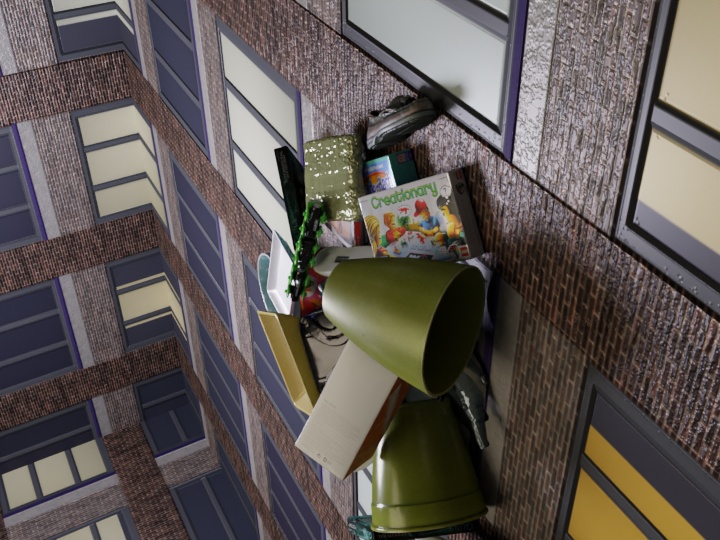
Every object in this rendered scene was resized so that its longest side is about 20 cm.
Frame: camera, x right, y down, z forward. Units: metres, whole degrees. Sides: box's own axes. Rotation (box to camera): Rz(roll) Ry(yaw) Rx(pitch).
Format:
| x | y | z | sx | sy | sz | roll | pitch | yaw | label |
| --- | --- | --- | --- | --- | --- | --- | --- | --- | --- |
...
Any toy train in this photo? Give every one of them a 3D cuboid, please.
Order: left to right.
| x | y | z | sx | sy | sz | roll | pitch | yaw | label |
| --- | --- | --- | --- | --- | --- | --- | --- | --- | --- |
| -0.096 | -0.036 | 1.502 | 0.057 | 0.041 | 0.202 | -96 | 19 | -57 | toy train |

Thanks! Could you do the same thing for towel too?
| x | y | z | sx | sy | sz | roll | pitch | yaw | label |
| --- | --- | --- | --- | --- | --- | --- | --- | --- | --- |
| -0.046 | -0.155 | 1.465 | 0.199 | 0.036 | 0.151 | 1 | 96 | 62 | towel |

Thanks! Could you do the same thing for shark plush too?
| x | y | z | sx | sy | sz | roll | pitch | yaw | label |
| --- | --- | --- | --- | --- | --- | --- | --- | --- | --- |
| 0.146 | 0.177 | 1.335 | 0.091 | 0.082 | 0.203 | -20 | 88 | 68 | shark plush |

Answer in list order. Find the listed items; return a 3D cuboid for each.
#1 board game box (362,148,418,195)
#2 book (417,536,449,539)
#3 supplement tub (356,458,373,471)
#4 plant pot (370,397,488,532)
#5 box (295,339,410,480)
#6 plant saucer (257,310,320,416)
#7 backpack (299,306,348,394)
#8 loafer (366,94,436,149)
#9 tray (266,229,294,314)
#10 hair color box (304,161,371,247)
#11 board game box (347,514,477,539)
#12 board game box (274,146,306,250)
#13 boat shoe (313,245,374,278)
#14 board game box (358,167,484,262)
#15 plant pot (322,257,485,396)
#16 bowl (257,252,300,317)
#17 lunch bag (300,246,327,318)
| x | y | z | sx | sy | sz | roll | pitch | yaw | label |
| --- | --- | --- | --- | --- | --- | --- | --- | --- | --- |
| 0.057 | -0.085 | 1.397 | 0.152 | 0.044 | 0.203 | -3 | 104 | 68 | board game box |
| 0.189 | 0.513 | 1.472 | 0.133 | 0.048 | 0.200 | 39 | 162 | -14 | book |
| -0.008 | 0.276 | 1.599 | 0.200 | 0.143 | 0.147 | -46 | -59 | -76 | supplement tub |
| 0.100 | 0.317 | 1.444 | 0.200 | 0.197 | 0.196 | 153 | 109 | -68 | plant pot |
| 0.001 | 0.203 | 1.347 | 0.097 | 0.124 | 0.202 | 32 | 107 | 17 | box |
| -0.117 | 0.160 | 1.578 | 0.203 | 0.048 | 0.200 | 69 | 165 | -5 | plant saucer |
| 0.020 | 0.112 | 1.491 | 0.198 | 0.167 | 0.165 | -19 | 94 | 36 | backpack |
| 0.050 | -0.229 | 1.278 | 0.200 | 0.071 | 0.064 | 163 | 94 | -70 | loafer |
| -0.152 | 0.018 | 1.736 | 0.108 | 0.022 | 0.201 | 57 | 153 | 29 | tray |
| -0.032 | -0.122 | 1.561 | 0.200 | 0.061 | 0.103 | 44 | 144 | 48 | hair color box |
| 0.090 | 0.451 | 1.531 | 0.135 | 0.197 | 0.029 | 161 | 108 | -68 | board game box |
| -0.121 | -0.125 | 1.679 | 0.135 | 0.028 | 0.203 | 47 | -149 | -76 | board game box |
| 0.000 | 0.000 | 1.467 | 0.064 | 0.071 | 0.199 | 39 | 165 | -34 | boat shoe |
| 0.086 | -0.068 | 1.278 | 0.199 | 0.034 | 0.128 | -12 | 96 | 50 | board game box |
| 0.050 | 0.058 | 1.240 | 0.198 | 0.187 | 0.189 | 18 | 129 | 29 | plant pot |
| -0.141 | 0.046 | 1.894 | 0.201 | 0.104 | 0.203 | 48 | 147 | 45 | bowl |
| -0.068 | 0.074 | 1.652 | 0.081 | 0.177 | 0.202 | 11 | 125 | 15 | lunch bag |
